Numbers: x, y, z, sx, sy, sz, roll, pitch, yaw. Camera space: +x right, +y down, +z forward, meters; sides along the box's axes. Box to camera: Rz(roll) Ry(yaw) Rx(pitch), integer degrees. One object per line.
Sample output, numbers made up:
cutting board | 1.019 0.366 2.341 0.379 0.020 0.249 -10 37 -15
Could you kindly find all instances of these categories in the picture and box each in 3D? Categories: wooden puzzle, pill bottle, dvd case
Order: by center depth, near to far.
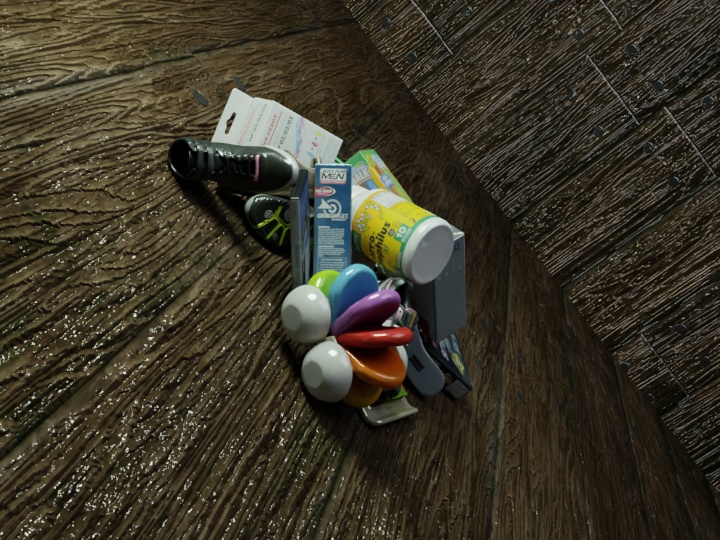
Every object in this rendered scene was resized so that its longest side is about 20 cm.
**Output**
dvd case | -0.088 -0.033 1.464 0.143 0.017 0.202 -86 175 -68
wooden puzzle | 0.010 0.145 1.548 0.201 0.037 0.185 58 18 14
pill bottle | 0.047 -0.066 1.624 0.199 0.114 0.112 31 2 37

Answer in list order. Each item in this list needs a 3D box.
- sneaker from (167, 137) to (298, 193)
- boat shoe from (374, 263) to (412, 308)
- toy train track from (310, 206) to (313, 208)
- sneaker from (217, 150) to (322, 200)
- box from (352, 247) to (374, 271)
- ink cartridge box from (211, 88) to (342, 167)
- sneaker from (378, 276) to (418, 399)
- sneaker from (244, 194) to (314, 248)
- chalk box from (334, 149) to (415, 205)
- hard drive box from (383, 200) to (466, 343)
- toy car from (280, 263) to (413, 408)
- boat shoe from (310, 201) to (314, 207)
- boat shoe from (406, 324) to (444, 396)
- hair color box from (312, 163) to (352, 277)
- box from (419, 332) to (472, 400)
sneaker | -0.191 -0.149 1.423 0.198 0.072 0.099 13 13 26
boat shoe | 0.018 0.019 1.757 0.202 0.072 0.060 53 18 21
toy train track | -0.099 -0.099 1.718 0.199 0.033 0.114 30 -13 -35
sneaker | -0.142 -0.155 1.579 0.199 0.070 0.077 4 88 -42
box | 0.000 0.000 1.666 0.038 0.042 0.201 20 37 -12
ink cartridge box | -0.138 -0.207 1.639 0.199 0.116 0.068 24 -3 -39
sneaker | 0.047 0.092 1.517 0.080 0.086 0.202 31 45 -47
sneaker | -0.127 -0.081 1.603 0.076 0.076 0.199 27 4 34
chalk box | 0.001 -0.160 1.962 0.201 0.123 0.124 53 17 0
hard drive box | 0.109 0.001 1.757 0.155 0.076 0.202 34 -38 42
toy car | -0.001 0.081 1.380 0.174 0.149 0.202 -7 70 -47
boat shoe | -0.137 -0.182 1.745 0.200 0.072 0.076 44 -13 -26
boat shoe | 0.077 0.126 1.688 0.200 0.073 0.068 50 -1 -30
hair color box | -0.044 -0.061 1.547 0.100 0.060 0.203 180 -90 -87
box | 0.133 0.130 1.880 0.159 0.046 0.201 43 21 -30
